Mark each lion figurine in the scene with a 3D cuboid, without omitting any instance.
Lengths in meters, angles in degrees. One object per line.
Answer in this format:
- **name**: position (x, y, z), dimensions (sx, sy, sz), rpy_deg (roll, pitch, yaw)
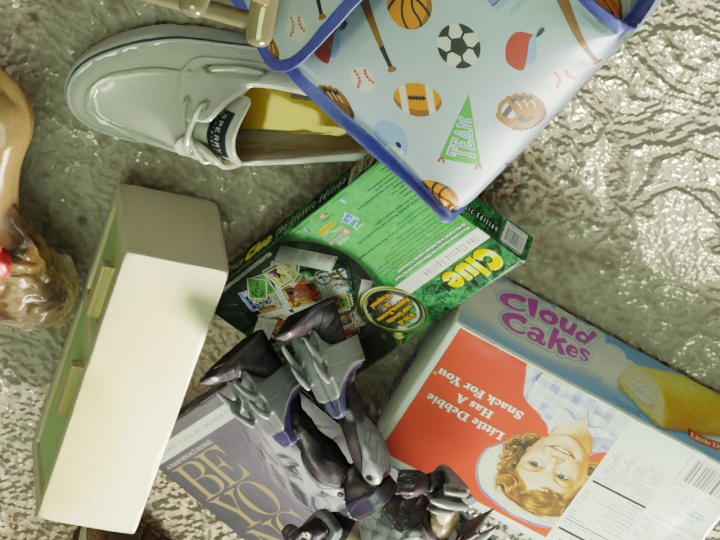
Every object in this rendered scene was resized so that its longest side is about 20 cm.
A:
- **lion figurine**: position (-0.222, -0.055, 1.735), dimensions (0.122, 0.072, 0.200), rpy_deg (18, 132, 17)

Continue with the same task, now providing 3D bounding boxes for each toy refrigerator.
- **toy refrigerator**: position (-0.143, 0.054, 1.774), dimensions (0.070, 0.076, 0.200), rpy_deg (12, 122, -17)

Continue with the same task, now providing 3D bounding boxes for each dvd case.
- **dvd case**: position (-0.025, 0.142, 1.832), dimensions (0.200, 0.016, 0.149), rpy_deg (42, 137, -14)

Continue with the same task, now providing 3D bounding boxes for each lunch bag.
- **lunch bag**: position (0.037, -0.156, 1.597), dimensions (0.200, 0.124, 0.170), rpy_deg (45, 121, 1)

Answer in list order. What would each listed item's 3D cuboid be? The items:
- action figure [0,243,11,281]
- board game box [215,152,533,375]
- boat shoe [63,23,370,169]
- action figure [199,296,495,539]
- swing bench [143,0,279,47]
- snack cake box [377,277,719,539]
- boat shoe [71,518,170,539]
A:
- **action figure**: position (-0.256, -0.036, 1.673), dimensions (0.065, 0.099, 0.200), rpy_deg (-13, 112, 23)
- **board game box**: position (0.000, 0.000, 1.719), dimensions (0.105, 0.023, 0.200), rpy_deg (37, 139, -16)
- **boat shoe**: position (-0.075, -0.090, 1.687), dimensions (0.200, 0.070, 0.071), rpy_deg (6, 123, 8)
- **action figure**: position (-0.003, 0.119, 1.731), dimensions (0.130, 0.069, 0.200), rpy_deg (-28, 100, 30)
- **swing bench**: position (-0.127, -0.242, 1.540), dimensions (0.199, 0.130, 0.200), rpy_deg (16, 91, 15)
- **snack cake box**: position (0.121, 0.098, 1.767), dimensions (0.200, 0.067, 0.115), rpy_deg (28, 125, -6)
- **boat shoe**: position (-0.128, 0.239, 1.906), dimensions (0.075, 0.075, 0.202), rpy_deg (-26, 114, 31)
